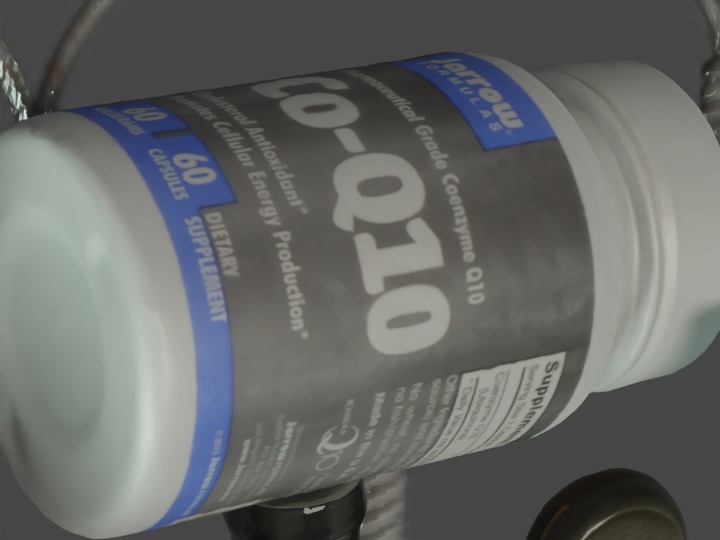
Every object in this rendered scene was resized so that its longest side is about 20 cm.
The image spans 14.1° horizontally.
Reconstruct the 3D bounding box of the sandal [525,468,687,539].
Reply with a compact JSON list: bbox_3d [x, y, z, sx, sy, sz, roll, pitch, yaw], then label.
[{"bbox_3d":[0.096,0.163,0.962,0.082,0.055,0.201,-14,111,-31],"label":"sandal"}]

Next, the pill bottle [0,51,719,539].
[{"bbox_3d":[0.000,0.000,0.811,0.199,0.114,0.114,-11,110,-32],"label":"pill bottle"}]

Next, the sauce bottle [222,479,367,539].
[{"bbox_3d":[-0.016,0.148,0.867,0.065,0.065,0.201,-17,116,-30],"label":"sauce bottle"}]
